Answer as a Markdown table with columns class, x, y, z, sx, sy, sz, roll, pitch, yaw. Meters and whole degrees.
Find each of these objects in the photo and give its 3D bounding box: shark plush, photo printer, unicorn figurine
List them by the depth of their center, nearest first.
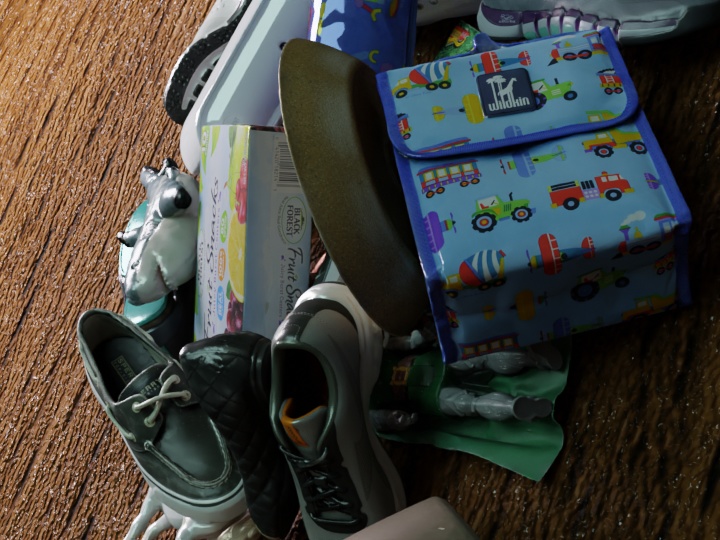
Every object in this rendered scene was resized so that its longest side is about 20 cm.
| class | x | y | z | sx | sy | sz | roll | pitch | yaw |
| --- | --- | --- | --- | --- | --- | --- | --- | --- | --- |
| unicorn figurine | -0.133 | 0.170 | 1.180 | 0.200 | 0.074 | 0.137 | 29 | 78 | 41 |
| shark plush | -0.164 | -0.046 | 1.279 | 0.083 | 0.091 | 0.200 | -35 | 41 | 5 |
| photo printer | -0.081 | -0.161 | 1.313 | 0.200 | 0.069 | 0.166 | -61 | 8 | -3 |

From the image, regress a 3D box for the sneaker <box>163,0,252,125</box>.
| class | x | y | z | sx | sy | sz | roll | pitch | yaw |
| --- | --- | --- | --- | --- | --- | --- | --- | --- | --- |
| sneaker | -0.106 | -0.213 | 1.441 | 0.200 | 0.074 | 0.080 | -53 | 20 | 0 |

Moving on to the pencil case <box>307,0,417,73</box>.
| class | x | y | z | sx | sy | sz | roll | pitch | yaw |
| --- | --- | --- | --- | --- | --- | --- | --- | --- | --- |
| pencil case | 0.005 | -0.173 | 1.145 | 0.087 | 0.078 | 0.201 | 7 | 92 | 12 |

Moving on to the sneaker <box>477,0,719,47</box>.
| class | x | y | z | sx | sy | sz | roll | pitch | yaw |
| --- | --- | --- | --- | --- | --- | --- | --- | --- | --- |
| sneaker | 0.149 | -0.195 | 1.060 | 0.200 | 0.074 | 0.088 | 10 | 114 | 46 |

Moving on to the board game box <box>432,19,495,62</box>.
| class | x | y | z | sx | sy | sz | roll | pitch | yaw |
| --- | --- | --- | --- | --- | --- | --- | --- | --- | --- |
| board game box | 0.075 | -0.109 | 1.123 | 0.105 | 0.023 | 0.200 | -54 | 21 | 8 |

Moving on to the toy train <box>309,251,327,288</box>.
| class | x | y | z | sx | sy | sz | roll | pitch | yaw |
| --- | --- | --- | --- | --- | --- | --- | --- | --- | --- |
| toy train | -0.041 | -0.038 | 1.227 | 0.150 | 0.056 | 0.200 | -54 | 35 | 6 |

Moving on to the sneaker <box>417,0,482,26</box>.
| class | x | y | z | sx | sy | sz | roll | pitch | yaw |
| --- | --- | --- | --- | --- | --- | --- | --- | --- | --- |
| sneaker | 0.067 | -0.215 | 1.189 | 0.200 | 0.085 | 0.073 | -17 | 91 | 52 |

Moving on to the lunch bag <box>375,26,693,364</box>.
| class | x | y | z | sx | sy | sz | roll | pitch | yaw |
| --- | --- | --- | --- | --- | --- | --- | --- | --- | --- |
| lunch bag | 0.098 | -0.063 | 0.967 | 0.150 | 0.094 | 0.200 | -14 | 54 | 2 |

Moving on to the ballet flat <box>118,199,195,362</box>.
| class | x | y | z | sx | sy | sz | roll | pitch | yaw |
| --- | --- | --- | --- | --- | --- | --- | --- | --- | --- |
| ballet flat | -0.160 | 0.014 | 1.314 | 0.073 | 0.073 | 0.200 | -44 | 26 | 20 |

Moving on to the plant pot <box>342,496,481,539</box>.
| class | x | y | z | sx | sy | sz | roll | pitch | yaw |
| --- | --- | --- | --- | --- | --- | --- | --- | --- | --- |
| plant pot | 0.013 | 0.221 | 0.879 | 0.175 | 0.200 | 0.200 | -39 | 35 | -5 |

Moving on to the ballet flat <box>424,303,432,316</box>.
| class | x | y | z | sx | sy | sz | roll | pitch | yaw |
| --- | --- | --- | --- | --- | --- | --- | --- | --- | --- |
| ballet flat | 0.103 | -0.051 | 1.075 | 0.200 | 0.046 | 0.067 | -59 | 22 | 6 |

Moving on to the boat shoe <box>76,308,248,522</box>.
| class | x | y | z | sx | sy | sz | roll | pitch | yaw |
| --- | --- | --- | --- | --- | --- | --- | --- | --- | --- |
| boat shoe | -0.145 | 0.100 | 1.144 | 0.071 | 0.064 | 0.200 | -36 | 51 | -16 |

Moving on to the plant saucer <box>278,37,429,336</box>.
| class | x | y | z | sx | sy | sz | roll | pitch | yaw |
| --- | --- | --- | --- | --- | --- | --- | --- | --- | --- |
| plant saucer | 0.010 | -0.059 | 1.018 | 0.035 | 0.200 | 0.201 | -20 | 47 | 17 |

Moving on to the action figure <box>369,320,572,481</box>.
| class | x | y | z | sx | sy | sz | roll | pitch | yaw |
| --- | --- | --- | --- | --- | --- | --- | --- | --- | --- |
| action figure | 0.050 | 0.072 | 1.039 | 0.200 | 0.055 | 0.118 | -8 | 61 | 53 |

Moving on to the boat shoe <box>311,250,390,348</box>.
| class | x | y | z | sx | sy | sz | roll | pitch | yaw |
| --- | --- | --- | --- | --- | --- | --- | --- | --- | --- |
| boat shoe | 0.000 | 0.000 | 1.108 | 0.057 | 0.069 | 0.200 | -40 | 18 | 41 |

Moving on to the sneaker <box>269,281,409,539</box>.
| class | x | y | z | sx | sy | sz | roll | pitch | yaw |
| --- | --- | --- | --- | --- | --- | --- | --- | --- | --- |
| sneaker | -0.023 | 0.112 | 1.000 | 0.074 | 0.201 | 0.079 | 0 | 18 | 28 |

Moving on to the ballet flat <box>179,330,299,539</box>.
| class | x | y | z | sx | sy | sz | roll | pitch | yaw |
| --- | --- | --- | --- | --- | --- | --- | --- | --- | --- |
| ballet flat | -0.070 | 0.107 | 1.053 | 0.057 | 0.200 | 0.067 | 6 | 48 | 15 |

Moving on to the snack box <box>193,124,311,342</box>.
| class | x | y | z | sx | sy | sz | roll | pitch | yaw |
| --- | --- | --- | --- | --- | --- | --- | --- | --- | --- |
| snack box | -0.078 | -0.003 | 1.151 | 0.142 | 0.053 | 0.201 | -166 | 78 | -72 |
